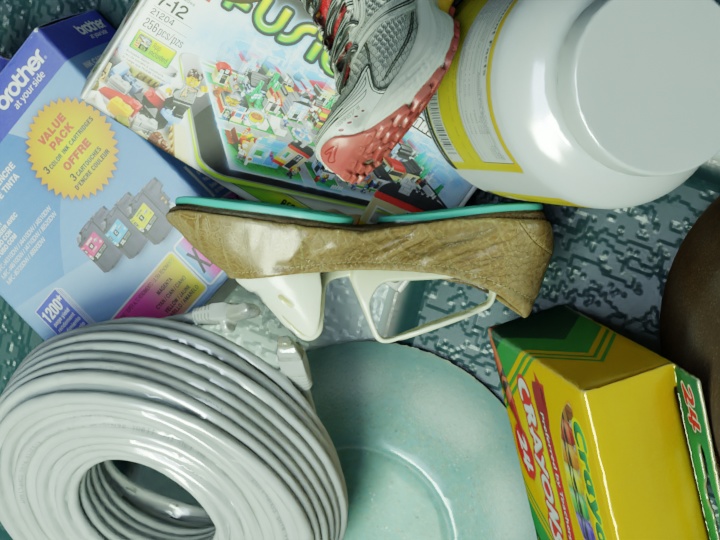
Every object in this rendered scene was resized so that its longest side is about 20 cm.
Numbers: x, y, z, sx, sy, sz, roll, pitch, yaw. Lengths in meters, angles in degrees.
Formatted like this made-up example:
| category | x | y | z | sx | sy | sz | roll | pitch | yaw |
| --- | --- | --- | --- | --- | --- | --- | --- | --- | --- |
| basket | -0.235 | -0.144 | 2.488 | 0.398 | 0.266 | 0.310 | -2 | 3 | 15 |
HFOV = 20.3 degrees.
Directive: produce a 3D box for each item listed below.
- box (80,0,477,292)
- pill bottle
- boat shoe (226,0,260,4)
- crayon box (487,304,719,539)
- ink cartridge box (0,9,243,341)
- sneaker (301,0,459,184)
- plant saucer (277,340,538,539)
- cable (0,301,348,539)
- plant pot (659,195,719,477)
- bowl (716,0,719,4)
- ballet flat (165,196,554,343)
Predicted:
| category | x | y | z | sx | sy | sz | roll | pitch | yaw |
| --- | --- | --- | --- | --- | --- | --- | --- | --- | --- |
| box | -0.032 | -0.085 | 1.041 | 0.199 | 0.035 | 0.110 | 31 | 112 | -13 |
| pill bottle | 0.103 | -0.086 | 0.930 | 0.111 | 0.200 | 0.113 | -1 | 94 | -14 |
| boat shoe | -0.038 | -0.232 | 0.976 | 0.071 | 0.068 | 0.202 | 8 | 73 | -10 |
| crayon box | 0.123 | 0.097 | 0.986 | 0.050 | 0.200 | 0.128 | -16 | 100 | -10 |
| ink cartridge box | -0.154 | -0.046 | 1.109 | 0.200 | 0.076 | 0.137 | 45 | 113 | 4 |
| sneaker | 0.000 | -0.121 | 0.967 | 0.082 | 0.201 | 0.078 | 25 | 134 | -14 |
| plant saucer | 0.007 | 0.141 | 1.123 | 0.199 | 0.039 | 0.203 | 5 | 105 | 18 |
| cable | -0.103 | 0.114 | 1.069 | 0.198 | 0.069 | 0.201 | -6 | 126 | 26 |
| plant pot | 0.224 | 0.050 | 0.925 | 0.185 | 0.200 | 0.189 | 2 | 102 | 12 |
| bowl | 0.184 | -0.203 | 0.891 | 0.199 | 0.105 | 0.203 | -6 | 79 | 31 |
| ballet flat | 0.000 | 0.000 | 1.021 | 0.198 | 0.068 | 0.073 | 1 | 91 | -5 |
